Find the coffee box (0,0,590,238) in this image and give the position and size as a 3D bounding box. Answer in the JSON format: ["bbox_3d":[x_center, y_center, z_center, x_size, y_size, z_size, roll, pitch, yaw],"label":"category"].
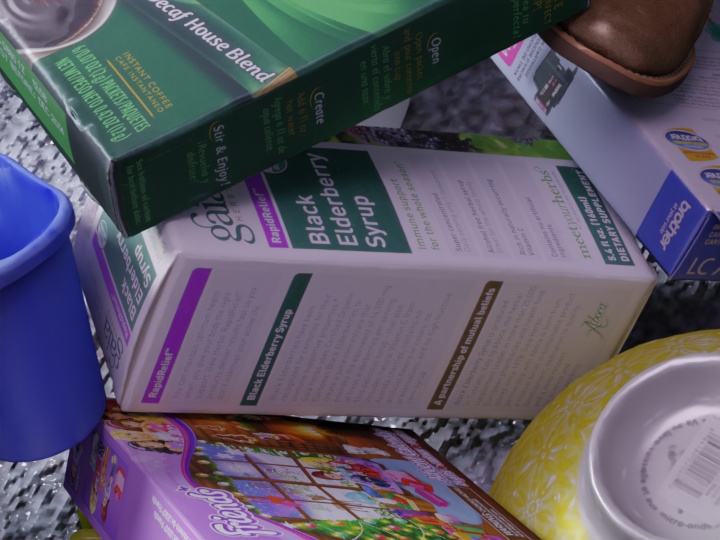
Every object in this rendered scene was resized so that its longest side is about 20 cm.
[{"bbox_3d":[-0.030,-0.103,0.960,0.199,0.044,0.123,-26,52,-17],"label":"coffee box"}]

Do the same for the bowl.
[{"bbox_3d":[0.127,0.091,0.940,0.198,0.108,0.201,-8,53,10],"label":"bowl"}]

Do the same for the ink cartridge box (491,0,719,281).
[{"bbox_3d":[0.135,-0.051,1.045,0.119,0.042,0.200,2,37,-38],"label":"ink cartridge box"}]

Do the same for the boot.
[{"bbox_3d":[0.118,-0.131,1.044,0.073,0.076,0.200,33,31,1],"label":"boot"}]

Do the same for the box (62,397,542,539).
[{"bbox_3d":[-0.012,0.093,0.912,0.136,0.039,0.200,7,11,-22],"label":"box"}]

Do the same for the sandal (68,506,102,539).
[{"bbox_3d":[-0.076,0.160,0.969,0.086,0.080,0.201,4,57,14],"label":"sandal"}]

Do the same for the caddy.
[{"bbox_3d":[-0.174,0.010,0.957,0.141,0.106,0.200,-22,21,-18],"label":"caddy"}]

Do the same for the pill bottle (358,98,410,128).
[{"bbox_3d":[-0.075,-0.105,1.140,0.199,0.111,0.111,26,65,30],"label":"pill bottle"}]

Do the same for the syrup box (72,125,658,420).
[{"bbox_3d":[0.000,0.000,0.997,0.199,0.082,0.079,4,41,-27],"label":"syrup box"}]
